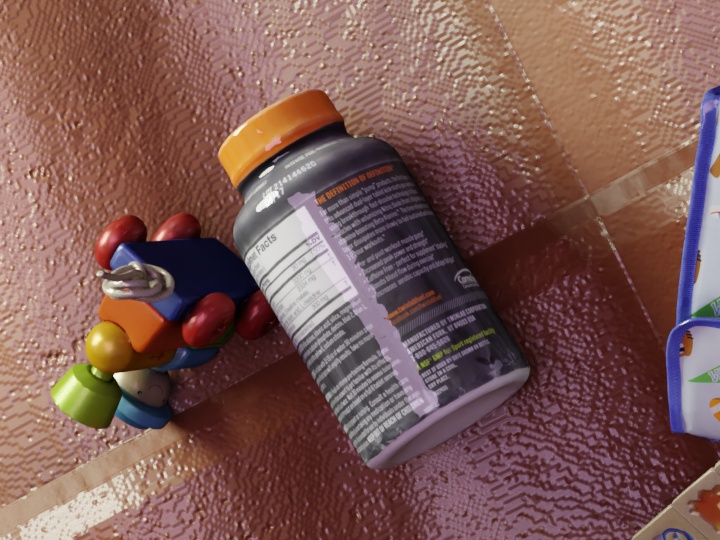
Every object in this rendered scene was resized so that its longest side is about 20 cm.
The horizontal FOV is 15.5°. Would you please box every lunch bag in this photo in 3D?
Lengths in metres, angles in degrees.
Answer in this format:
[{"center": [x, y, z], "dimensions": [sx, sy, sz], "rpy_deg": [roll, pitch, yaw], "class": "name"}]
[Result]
[{"center": [0.252, 0.008, 1.363], "dimensions": [0.170, 0.124, 0.200], "rpy_deg": [12, 108, 19], "class": "lunch bag"}]

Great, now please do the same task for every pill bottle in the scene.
[{"center": [0.000, 0.000, 1.454], "dimensions": [0.106, 0.106, 0.200], "rpy_deg": [-34, 78, 15], "class": "pill bottle"}]

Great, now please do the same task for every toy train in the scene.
[{"center": [-0.131, 0.038, 1.451], "dimensions": [0.085, 0.200, 0.116], "rpy_deg": [40, 106, 15], "class": "toy train"}]

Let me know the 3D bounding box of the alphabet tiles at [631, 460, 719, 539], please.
[{"center": [0.243, 0.156, 1.369], "dimensions": [0.166, 0.006, 0.200], "rpy_deg": [41, 123, -4], "class": "alphabet tiles"}]
